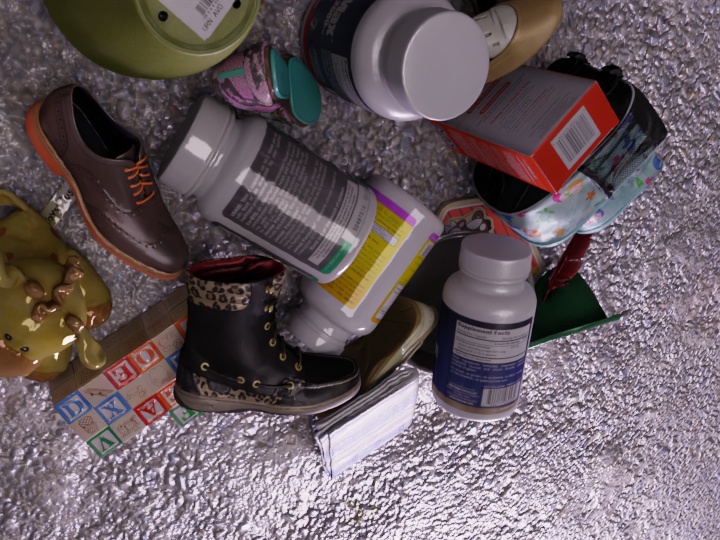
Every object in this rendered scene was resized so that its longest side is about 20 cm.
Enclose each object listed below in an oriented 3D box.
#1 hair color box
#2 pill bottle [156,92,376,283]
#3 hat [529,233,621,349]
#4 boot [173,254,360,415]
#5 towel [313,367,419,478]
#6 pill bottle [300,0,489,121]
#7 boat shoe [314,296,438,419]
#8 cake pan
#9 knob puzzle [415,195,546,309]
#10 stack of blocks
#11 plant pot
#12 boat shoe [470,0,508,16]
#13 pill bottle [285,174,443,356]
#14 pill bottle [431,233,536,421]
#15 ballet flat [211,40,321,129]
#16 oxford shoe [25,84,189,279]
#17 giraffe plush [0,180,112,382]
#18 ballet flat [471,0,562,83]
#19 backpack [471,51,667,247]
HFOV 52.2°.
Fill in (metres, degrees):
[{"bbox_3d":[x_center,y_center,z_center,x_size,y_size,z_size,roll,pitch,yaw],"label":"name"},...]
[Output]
[{"bbox_3d":[0.168,-0.164,0.796,0.102,0.200,0.061,-47,124,-1],"label":"hair color box"},{"bbox_3d":[-0.091,-0.081,0.731,0.199,0.113,0.114,30,96,-23],"label":"pill bottle"},{"bbox_3d":[0.259,0.006,1.019,0.197,0.166,0.178,-19,81,5],"label":"hat"},{"bbox_3d":[-0.090,0.066,0.750,0.197,0.073,0.153,1,115,-11],"label":"boot"},{"bbox_3d":[0.008,0.194,0.923,0.146,0.024,0.201,-30,155,-14],"label":"towel"},{"bbox_3d":[0.031,-0.210,0.701,0.118,0.200,0.121,-12,117,-24],"label":"pill bottle"},{"bbox_3d":[0.013,0.111,0.898,0.063,0.074,0.201,14,123,-51],"label":"boat shoe"},{"bbox_3d":[0.121,0.038,0.933,0.197,0.037,0.203,-4,115,-9],"label":"cake pan"},{"bbox_3d":[0.153,-0.009,0.962,0.217,0.030,0.223,-12,117,-24],"label":"knob puzzle"},{"bbox_3d":[-0.215,0.110,0.796,0.199,0.059,0.116,-35,124,-11],"label":"stack of blocks"},{"bbox_3d":[-0.153,-0.235,0.589,0.185,0.200,0.190,-12,117,-24],"label":"plant pot"},{"bbox_3d":[0.130,-0.314,0.774,0.066,0.072,0.202,-34,112,-7],"label":"boat shoe"},{"bbox_3d":[0.000,0.000,0.837,0.104,0.104,0.201,34,93,-35],"label":"pill bottle"},{"bbox_3d":[0.147,0.065,0.868,0.110,0.111,0.203,-7,116,-25],"label":"pill bottle"},{"bbox_3d":[-0.090,-0.173,0.695,0.070,0.200,0.070,-2,96,9],"label":"ballet flat"},{"bbox_3d":[-0.218,-0.075,0.672,0.201,0.072,0.072,54,43,-23],"label":"oxford shoe"},{"bbox_3d":[-0.293,0.031,0.654,0.171,0.162,0.202,18,103,-33],"label":"giraffe plush"},{"bbox_3d":[0.114,-0.223,0.760,0.063,0.070,0.199,9,150,-45],"label":"ballet flat"},{"bbox_3d":[0.236,-0.128,0.867,0.200,0.178,0.150,-45,124,7],"label":"backpack"}]
